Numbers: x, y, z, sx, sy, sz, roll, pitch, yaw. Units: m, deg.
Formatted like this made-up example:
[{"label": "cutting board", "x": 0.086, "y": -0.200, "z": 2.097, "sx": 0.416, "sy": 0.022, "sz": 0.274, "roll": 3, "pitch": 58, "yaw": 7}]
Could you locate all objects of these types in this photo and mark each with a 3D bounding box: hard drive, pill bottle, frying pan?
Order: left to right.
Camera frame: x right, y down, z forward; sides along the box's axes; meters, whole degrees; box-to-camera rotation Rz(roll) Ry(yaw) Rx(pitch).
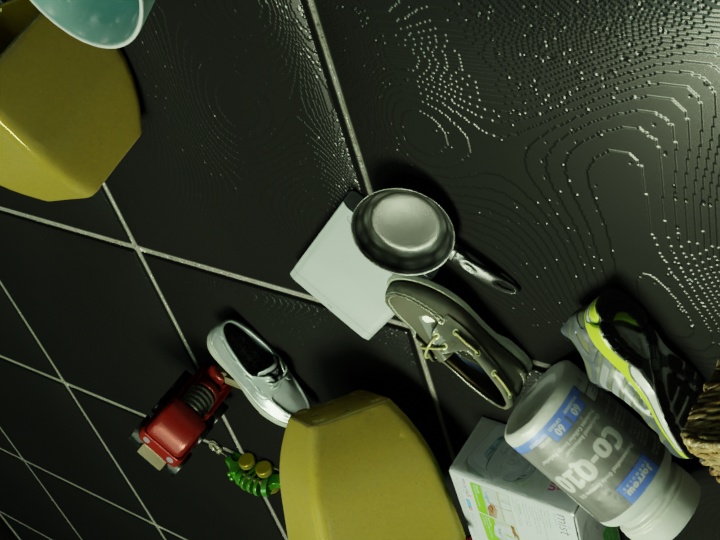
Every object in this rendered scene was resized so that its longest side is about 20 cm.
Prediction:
[{"label": "hard drive", "x": 0.000, "y": 0.000, "z": 1.268, "sx": 0.131, "sy": 0.027, "sz": 0.200, "roll": 40, "pitch": 147, "yaw": -1}, {"label": "frying pan", "x": 0.082, "y": -0.039, "z": 1.133, "sx": 0.187, "sy": 0.031, "sz": 0.116, "roll": 8, "pitch": 131, "yaw": 9}, {"label": "pill bottle", "x": 0.265, "y": 0.204, "z": 1.166, "sx": 0.199, "sy": 0.114, "sz": 0.114, "roll": 40, "pitch": 148, "yaw": -2}]

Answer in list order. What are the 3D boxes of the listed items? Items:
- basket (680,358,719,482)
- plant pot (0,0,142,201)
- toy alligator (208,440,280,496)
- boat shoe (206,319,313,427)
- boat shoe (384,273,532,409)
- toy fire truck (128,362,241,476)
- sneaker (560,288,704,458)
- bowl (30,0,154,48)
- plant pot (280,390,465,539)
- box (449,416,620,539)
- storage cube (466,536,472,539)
[{"label": "basket", "x": 0.404, "y": 0.149, "z": 0.932, "sx": 0.149, "sy": 0.143, "sz": 0.199, "roll": 46, "pitch": 147, "yaw": -9}, {"label": "plant pot", "x": -0.379, "y": -0.192, "z": 1.274, "sx": 0.192, "sy": 0.197, "sz": 0.201, "roll": 0, "pitch": 138, "yaw": 45}, {"label": "toy alligator", "x": -0.206, "y": 0.357, "z": 1.885, "sx": 0.198, "sy": 0.054, "sz": 0.060, "roll": 17, "pitch": 141, "yaw": 31}, {"label": "boat shoe", "x": -0.141, "y": 0.150, "z": 1.553, "sx": 0.201, "sy": 0.070, "sz": 0.071, "roll": 45, "pitch": 151, "yaw": -4}, {"label": "boat shoe", "x": 0.105, "y": 0.079, "z": 1.203, "sx": 0.201, "sy": 0.061, "sz": 0.072, "roll": 36, "pitch": 149, "yaw": -12}, {"label": "toy fire truck", "x": -0.236, "y": 0.209, "z": 1.642, "sx": 0.128, "sy": 0.176, "sz": 0.200, "roll": 40, "pitch": 133, "yaw": -2}, {"label": "sneaker", "x": 0.281, "y": 0.107, "z": 1.086, "sx": 0.201, "sy": 0.074, "sz": 0.081, "roll": 54, "pitch": 152, "yaw": -9}, {"label": "bowl", "x": -0.261, "y": -0.333, "z": 1.053, "sx": 0.199, "sy": 0.105, "sz": 0.202, "roll": 26, "pitch": 145, "yaw": 20}, {"label": "plant pot", "x": -0.005, "y": 0.273, "z": 1.414, "sx": 0.195, "sy": 0.191, "sz": 0.203, "roll": 178, "pitch": 76, "yaw": -71}, {"label": "box", "x": 0.224, "y": 0.306, "z": 1.349, "sx": 0.174, "sy": 0.097, "sz": 0.202, "roll": 12, "pitch": 139, "yaw": 35}, {"label": "storage cube", "x": 0.210, "y": 0.483, "z": 1.510, "sx": 0.199, "sy": 0.172, "sz": 0.180, "roll": 39, "pitch": 148, "yaw": -1}]
